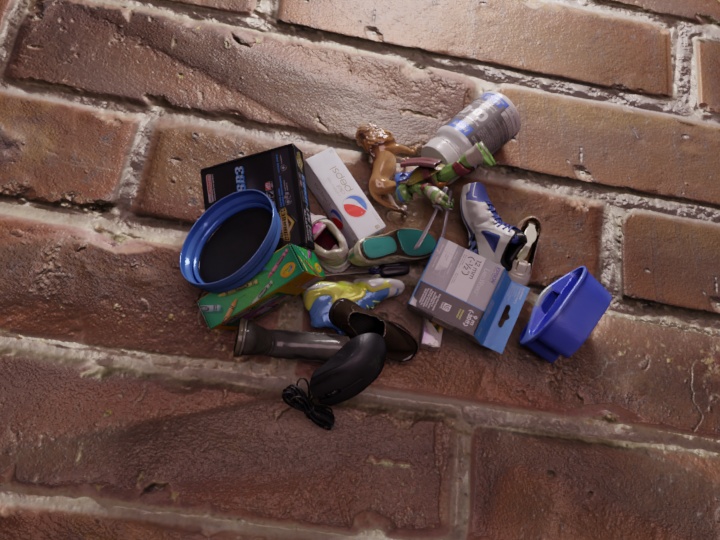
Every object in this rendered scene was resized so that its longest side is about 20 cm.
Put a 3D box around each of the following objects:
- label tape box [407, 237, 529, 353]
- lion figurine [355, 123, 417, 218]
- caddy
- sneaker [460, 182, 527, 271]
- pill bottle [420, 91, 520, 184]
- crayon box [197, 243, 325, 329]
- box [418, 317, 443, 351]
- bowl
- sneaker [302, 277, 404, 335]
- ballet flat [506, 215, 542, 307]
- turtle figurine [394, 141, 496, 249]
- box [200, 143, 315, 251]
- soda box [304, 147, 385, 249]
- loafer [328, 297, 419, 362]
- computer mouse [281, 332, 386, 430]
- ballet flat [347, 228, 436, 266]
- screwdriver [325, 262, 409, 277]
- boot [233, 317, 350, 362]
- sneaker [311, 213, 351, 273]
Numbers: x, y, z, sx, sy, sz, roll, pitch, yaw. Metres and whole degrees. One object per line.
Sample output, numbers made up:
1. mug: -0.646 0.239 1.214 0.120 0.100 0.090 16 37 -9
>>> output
1. label tape box: 0.206 0.047 1.304 0.199 0.066 0.144 26 79 7
2. lion figurine: 0.048 -0.206 1.412 0.122 0.072 0.201 10 62 -20
3. caddy: 0.385 0.080 1.336 0.105 0.141 0.200 40 70 2
4. sneaker: 0.270 -0.079 1.377 0.080 0.115 0.201 11 70 -52
5. pill bottle: 0.227 -0.273 1.443 0.200 0.114 0.114 -40 81 -19
6. crayon box: -0.172 0.033 1.229 0.199 0.119 0.059 -31 78 10
7. box: 0.150 0.057 1.361 0.038 0.041 0.201 13 70 -3
8. bowl: -0.224 -0.050 1.208 0.199 0.039 0.202 -18 49 22
9. sneaker: -0.011 0.069 1.328 0.198 0.076 0.106 -4 91 -10
10. ballet flat: 0.321 -0.024 1.399 0.068 0.067 0.201 18 70 -2
11. turtle figurine: 0.175 -0.146 1.330 0.193 0.144 0.201 -33 58 21
12. box: -0.194 -0.115 1.298 0.197 0.050 0.202 -12 77 14
13. soda box: -0.036 -0.140 1.383 0.068 0.064 0.201 -29 77 -23
14. loafer: 0.031 0.121 1.276 0.199 0.071 0.073 28 90 -24
15. computer mouse: -0.026 0.195 1.218 0.200 0.053 0.139 -43 127 1
16. ballet flat: 0.060 -0.044 1.366 0.199 0.062 0.068 -5 74 -37
17. screwdriver: 0.000 0.000 1.362 0.198 0.028 0.029 0 66 -10
18. boot: -0.117 0.134 1.231 0.198 0.182 0.073 13 89 0
19. sneaker: -0.097 -0.080 1.344 0.199 0.088 0.082 31 70 3
